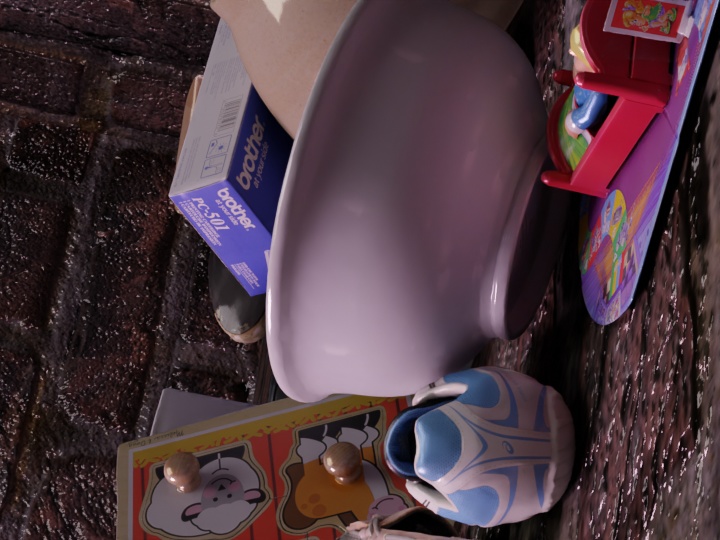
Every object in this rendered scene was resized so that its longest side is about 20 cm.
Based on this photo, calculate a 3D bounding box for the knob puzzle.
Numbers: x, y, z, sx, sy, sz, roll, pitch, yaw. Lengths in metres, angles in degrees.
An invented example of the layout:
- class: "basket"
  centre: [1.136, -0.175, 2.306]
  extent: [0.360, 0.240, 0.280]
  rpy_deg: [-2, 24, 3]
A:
- class: "knob puzzle"
  centre: [-0.043, 0.140, 1.022]
  extent: [0.031, 0.219, 0.220]
  rpy_deg: [70, -161, -44]

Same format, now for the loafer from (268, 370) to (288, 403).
- class: "loafer"
  centre: [-0.009, 0.123, 1.248]
  extent: [0.072, 0.073, 0.200]
  rpy_deg: [-117, 8, -45]

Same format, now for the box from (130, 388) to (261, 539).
- class: "box"
  centre: [-0.062, 0.215, 1.153]
  extent: [0.199, 0.171, 0.200]
  rpy_deg: [106, 173, -47]

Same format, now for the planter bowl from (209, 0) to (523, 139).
- class: "planter bowl"
  centre: [0.000, -0.164, 1.119]
  extent: [0.200, 0.135, 0.200]
  rpy_deg: [-52, 13, 17]

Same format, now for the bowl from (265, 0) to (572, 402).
- class: "bowl"
  centre: [0.038, -0.026, 0.869]
  extent: [0.201, 0.090, 0.202]
  rpy_deg: [16, -90, -74]

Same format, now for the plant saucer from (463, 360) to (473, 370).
- class: "plant saucer"
  centre: [0.061, -0.033, 1.148]
  extent: [0.200, 0.027, 0.201]
  rpy_deg: [-168, 90, -85]

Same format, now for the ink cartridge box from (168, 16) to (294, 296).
- class: "ink cartridge box"
  centre: [-0.056, -0.091, 1.201]
  extent: [0.094, 0.044, 0.200]
  rpy_deg: [53, -145, -38]

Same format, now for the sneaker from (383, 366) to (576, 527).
- class: "sneaker"
  centre: [0.043, 0.075, 0.864]
  extent: [0.200, 0.072, 0.072]
  rpy_deg: [127, 152, -82]

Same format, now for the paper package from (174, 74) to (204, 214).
- class: "paper package"
  centre: [-0.044, -0.087, 1.500]
  extent: [0.200, 0.190, 0.104]
  rpy_deg: [-122, 40, -84]

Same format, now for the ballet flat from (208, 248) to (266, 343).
- class: "ballet flat"
  centre: [-0.055, -0.029, 1.257]
  extent: [0.057, 0.066, 0.200]
  rpy_deg: [56, -152, -39]

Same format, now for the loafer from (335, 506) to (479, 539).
- class: "loafer"
  centre: [0.033, 0.137, 0.889]
  extent: [0.200, 0.072, 0.063]
  rpy_deg: [-163, 92, -76]

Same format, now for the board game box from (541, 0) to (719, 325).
- class: "board game box"
  centre: [0.096, -0.082, 0.773]
  extent: [0.158, 0.039, 0.201]
  rpy_deg: [-92, 14, -67]
